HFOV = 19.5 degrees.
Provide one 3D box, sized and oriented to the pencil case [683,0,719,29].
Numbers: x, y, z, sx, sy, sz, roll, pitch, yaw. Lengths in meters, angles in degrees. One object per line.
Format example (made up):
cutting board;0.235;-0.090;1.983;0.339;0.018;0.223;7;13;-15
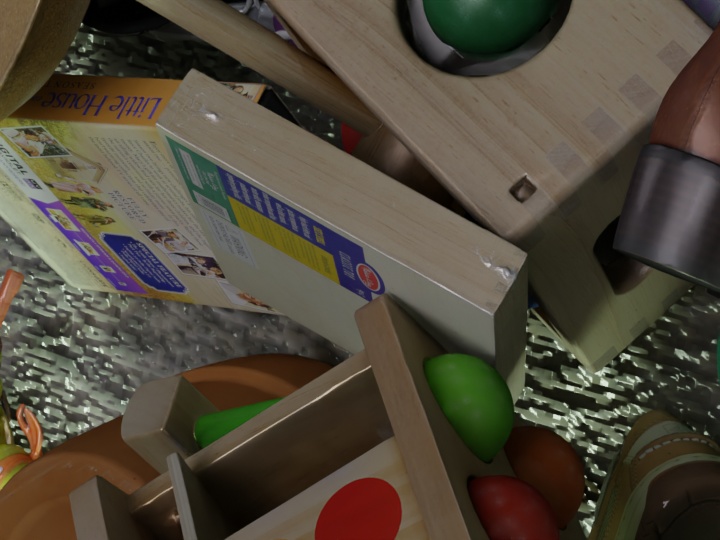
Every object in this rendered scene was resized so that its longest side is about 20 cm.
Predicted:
pencil case;0.118;-0.147;0.799;0.200;0.083;0.091;52;145;22

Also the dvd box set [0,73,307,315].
dvd box set;-0.089;-0.033;0.928;0.200;0.146;0.029;6;60;37

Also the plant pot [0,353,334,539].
plant pot;-0.075;0.140;0.921;0.200;0.140;0.200;1;92;36

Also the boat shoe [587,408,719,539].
boat shoe;0.108;0.149;0.840;0.076;0.072;0.200;-119;40;-58

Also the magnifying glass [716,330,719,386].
magnifying glass;0.195;-0.019;0.791;0.080;0.022;0.200;30;111;31

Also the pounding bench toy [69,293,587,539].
pounding bench toy;-0.003;0.085;0.753;0.156;0.124;0.200;-34;44;14

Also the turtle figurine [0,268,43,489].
turtle figurine;-0.209;0.074;1.063;0.161;0.064;0.200;26;116;40

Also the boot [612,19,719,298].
boot;0.167;-0.080;0.706;0.068;0.188;0.200;23;91;41

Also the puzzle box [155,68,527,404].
puzzle box;0.000;0.000;0.774;0.133;0.200;0.025;30;78;11

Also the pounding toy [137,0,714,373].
pounding toy;0.029;-0.070;0.771;0.142;0.200;0.184;-42;65;0

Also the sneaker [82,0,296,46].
sneaker;-0.061;-0.127;0.896;0.200;0.140;0.078;0;93;37

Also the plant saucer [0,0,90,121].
plant saucer;-0.149;-0.142;0.874;0.200;0.035;0.200;-25;59;52
